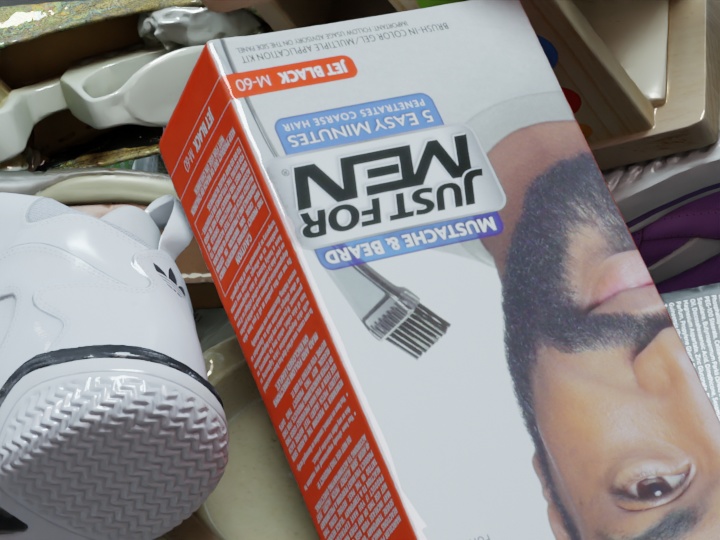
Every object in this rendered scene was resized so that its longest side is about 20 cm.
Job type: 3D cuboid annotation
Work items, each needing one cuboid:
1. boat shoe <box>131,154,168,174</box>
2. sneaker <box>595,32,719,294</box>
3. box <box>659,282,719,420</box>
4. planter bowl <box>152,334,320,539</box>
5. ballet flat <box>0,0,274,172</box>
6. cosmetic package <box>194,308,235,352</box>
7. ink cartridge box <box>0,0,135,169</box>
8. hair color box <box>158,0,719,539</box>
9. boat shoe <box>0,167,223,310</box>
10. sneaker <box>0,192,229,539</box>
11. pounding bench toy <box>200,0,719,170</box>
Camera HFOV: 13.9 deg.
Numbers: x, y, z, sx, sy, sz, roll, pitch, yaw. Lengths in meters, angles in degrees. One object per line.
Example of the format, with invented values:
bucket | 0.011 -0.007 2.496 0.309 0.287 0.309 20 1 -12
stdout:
boat shoe | 0.000 -0.001 1.092 0.202 0.065 0.074 34 55 16
sneaker | 0.154 -0.031 1.033 0.200 0.114 0.073 -16 48 25
box | 0.162 0.098 0.960 0.141 0.079 0.200 -12 54 5
planter bowl | -0.008 0.100 0.958 0.200 0.135 0.201 -3 45 3
ballet flat | -0.106 -0.060 1.042 0.199 0.071 0.071 -15 46 2
cosmetic package | -0.141 0.062 1.042 0.113 0.081 0.200 33 55 29
ink cartridge box | -0.081 -0.126 1.176 0.084 0.146 0.200 21 50 26
hair color box | 0.029 0.020 0.882 0.111 0.064 0.200 -12 65 -27
boat shoe | -0.116 0.005 1.002 0.199 0.076 0.074 5 79 -5
sneaker | -0.127 0.049 0.924 0.200 0.075 0.115 -25 40 22
pounding bench toy | 0.065 -0.128 0.972 0.200 0.156 0.124 -12 54 26
